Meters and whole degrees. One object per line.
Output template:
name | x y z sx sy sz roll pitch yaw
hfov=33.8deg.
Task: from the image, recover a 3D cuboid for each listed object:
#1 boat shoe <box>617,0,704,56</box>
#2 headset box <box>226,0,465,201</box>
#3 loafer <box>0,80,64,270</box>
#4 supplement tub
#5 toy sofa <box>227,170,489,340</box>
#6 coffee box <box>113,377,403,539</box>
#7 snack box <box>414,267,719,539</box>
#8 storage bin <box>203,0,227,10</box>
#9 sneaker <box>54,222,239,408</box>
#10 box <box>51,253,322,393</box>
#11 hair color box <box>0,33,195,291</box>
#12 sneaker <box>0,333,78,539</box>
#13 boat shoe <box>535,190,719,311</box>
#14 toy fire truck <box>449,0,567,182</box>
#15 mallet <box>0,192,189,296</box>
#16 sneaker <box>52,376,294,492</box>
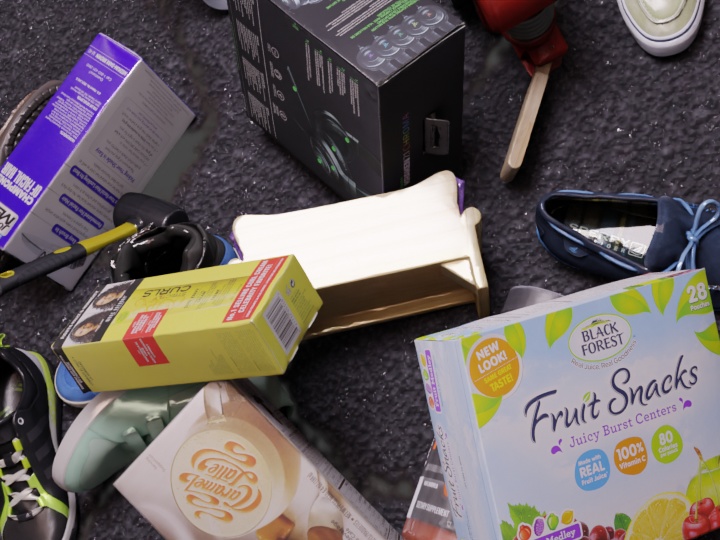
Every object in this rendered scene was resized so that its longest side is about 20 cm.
boat shoe | 0.237 -0.273 0.964 0.071 0.062 0.203 -8 68 17
headset box | -0.008 -0.153 0.938 0.092 0.175 0.200 -36 59 -21
loafer | -0.328 -0.092 1.100 0.070 0.073 0.202 11 65 46
supplement tub | 0.107 0.117 0.845 0.105 0.107 0.203 15 76 24
toy sofa | 0.000 0.000 0.920 0.196 0.083 0.099 -13 69 3
coffee box | -0.065 0.182 0.862 0.114 0.080 0.200 -45 86 0
snack box | 0.148 0.102 0.769 0.197 0.067 0.172 -13 91 -27
storage bin | -0.156 -0.357 1.077 0.145 0.200 0.135 -35 52 5
sneaker | -0.194 0.033 0.984 0.198 0.111 0.077 -34 63 6
box | -0.127 0.041 0.853 0.197 0.051 0.076 -7 37 35
hair color box | -0.245 -0.094 1.051 0.064 0.109 0.201 30 83 27
sneaker | -0.293 0.153 0.993 0.071 0.083 0.203 -21 65 12
boat shoe | 0.221 -0.015 0.872 0.197 0.069 0.086 6 73 22
toy fire truck | 0.117 -0.194 0.927 0.127 0.176 0.202 -29 78 7
mallet | -0.236 -0.022 0.994 0.065 0.199 0.042 22 121 36
sneaker | -0.147 0.135 0.945 0.200 0.074 0.118 -39 63 -4
